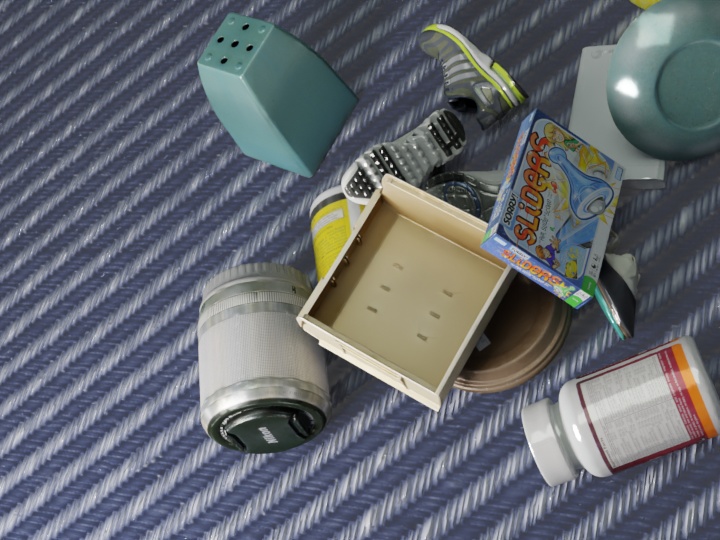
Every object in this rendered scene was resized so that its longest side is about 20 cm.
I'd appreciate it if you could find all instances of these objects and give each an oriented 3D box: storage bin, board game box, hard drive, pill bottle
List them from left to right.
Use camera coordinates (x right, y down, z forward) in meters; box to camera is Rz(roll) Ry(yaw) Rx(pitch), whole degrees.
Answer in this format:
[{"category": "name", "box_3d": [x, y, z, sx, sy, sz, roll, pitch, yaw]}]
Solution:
[{"category": "pill bottle", "box_3d": [0.000, 0.000, 1.495, 0.113, 0.114, 0.202, -19, 56, 17]}, {"category": "storage bin", "box_3d": [0.056, 0.022, 1.360, 0.197, 0.094, 0.201, 28, 76, 15]}, {"category": "board game box", "box_3d": [0.221, -0.073, 1.338, 0.034, 0.135, 0.201, -44, 20, 52]}, {"category": "pill bottle", "box_3d": [0.280, 0.154, 1.263, 0.198, 0.110, 0.111, -24, 55, 15]}, {"category": "hard drive", "box_3d": [0.330, -0.195, 1.487, 0.130, 0.026, 0.202, 1, 65, 28]}]

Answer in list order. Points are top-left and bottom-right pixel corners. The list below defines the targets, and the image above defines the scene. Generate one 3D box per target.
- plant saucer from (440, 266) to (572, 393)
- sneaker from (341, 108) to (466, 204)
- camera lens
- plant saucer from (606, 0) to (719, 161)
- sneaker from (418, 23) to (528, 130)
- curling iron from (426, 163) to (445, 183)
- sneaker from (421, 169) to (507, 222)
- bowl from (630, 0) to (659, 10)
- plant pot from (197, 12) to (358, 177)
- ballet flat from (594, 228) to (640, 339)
[{"category": "plant saucer", "box_3d": [0.153, 0.048, 1.408, 0.198, 0.030, 0.202, -11, 59, 18]}, {"category": "sneaker", "box_3d": [0.048, -0.134, 1.506, 0.199, 0.076, 0.081, -32, 6, -34]}, {"category": "camera lens", "box_3d": [-0.121, 0.113, 1.465, 0.158, 0.160, 0.202, -19, 56, 17]}, {"category": "plant saucer", "box_3d": [0.386, -0.218, 1.367, 0.200, 0.202, 0.039, -32, 21, 8]}, {"category": "sneaker", "box_3d": [0.135, -0.265, 1.601, 0.081, 0.074, 0.200, -45, 51, 1]}, {"category": "curling iron", "box_3d": [0.106, -0.106, 1.545, 0.049, 0.026, 0.202, -4, 50, 10]}, {"category": "sneaker", "box_3d": [0.170, -0.092, 1.466, 0.198, 0.087, 0.076, -1, 100, 26]}, {"category": "bowl", "box_3d": [0.416, -0.445, 1.531, 0.198, 0.108, 0.202, -12, 58, 20]}, {"category": "plant pot", "box_3d": [-0.127, -0.256, 1.650, 0.140, 0.200, 0.142, 22, 75, 34]}, {"category": "ballet flat", "box_3d": [0.282, -0.010, 1.383, 0.073, 0.073, 0.201, -34, 51, 6]}]
